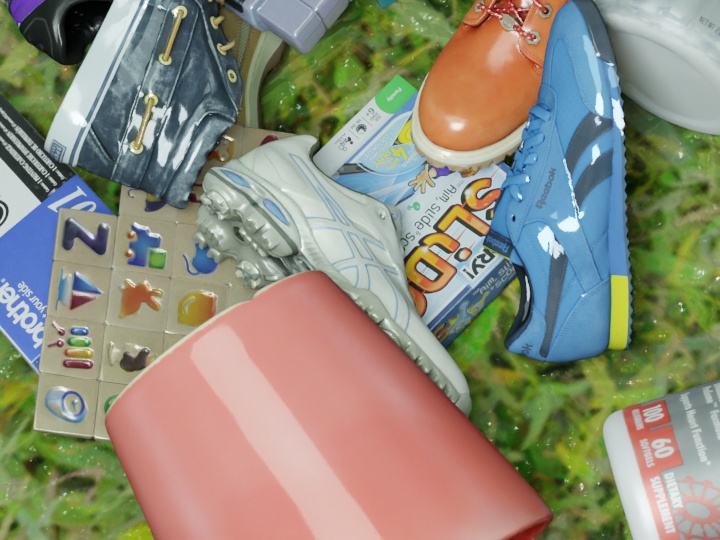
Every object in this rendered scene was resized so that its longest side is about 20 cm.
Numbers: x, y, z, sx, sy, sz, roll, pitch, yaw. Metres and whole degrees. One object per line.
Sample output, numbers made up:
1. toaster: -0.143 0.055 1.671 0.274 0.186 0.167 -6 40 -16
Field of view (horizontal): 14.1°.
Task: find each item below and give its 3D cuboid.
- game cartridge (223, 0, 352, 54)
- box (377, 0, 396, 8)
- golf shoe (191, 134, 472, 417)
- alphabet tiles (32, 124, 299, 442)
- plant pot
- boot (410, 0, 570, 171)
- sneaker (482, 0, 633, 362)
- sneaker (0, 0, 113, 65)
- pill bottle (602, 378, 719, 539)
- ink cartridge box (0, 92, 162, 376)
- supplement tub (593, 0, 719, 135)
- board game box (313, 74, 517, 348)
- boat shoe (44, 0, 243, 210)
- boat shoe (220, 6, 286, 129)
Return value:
1. game cartridge: -0.068 -0.225 1.711 0.200 0.038 0.130 36 78 27
2. box: -0.020 -0.262 1.776 0.049 0.082 0.201 -30 61 -1
3. golf shoe: 0.004 0.001 1.608 0.200 0.078 0.097 46 58 10
4. alphabet tiles: -0.090 0.007 1.630 0.166 0.008 0.201 8 65 -8
5. plant pot: -0.029 0.112 1.509 0.200 0.200 0.178 -35 80 -4
6. boot: 0.091 -0.150 1.664 0.075 0.107 0.200 27 64 19
7. sneaker: 0.106 -0.048 1.603 0.078 0.066 0.202 -3 99 -3
8. sneaker: -0.124 -0.195 1.779 0.200 0.070 0.100 -36 62 6
9. pill bottle: 0.235 0.102 1.520 0.199 0.116 0.116 -18 62 5
10. ink cartridge box: -0.198 -0.021 1.707 0.094 0.044 0.200 -40 51 -6
11. supplement tub: 0.218 -0.188 1.659 0.122 0.123 0.201 24 73 23
12. board game box: 0.000 0.000 1.672 0.200 0.034 0.135 -45 63 -9
13. boat shoe: -0.097 -0.135 1.645 0.090 0.071 0.201 25 78 -4
14. boat shoe: -0.099 -0.103 1.714 0.071 0.076 0.201 -12 54 37
